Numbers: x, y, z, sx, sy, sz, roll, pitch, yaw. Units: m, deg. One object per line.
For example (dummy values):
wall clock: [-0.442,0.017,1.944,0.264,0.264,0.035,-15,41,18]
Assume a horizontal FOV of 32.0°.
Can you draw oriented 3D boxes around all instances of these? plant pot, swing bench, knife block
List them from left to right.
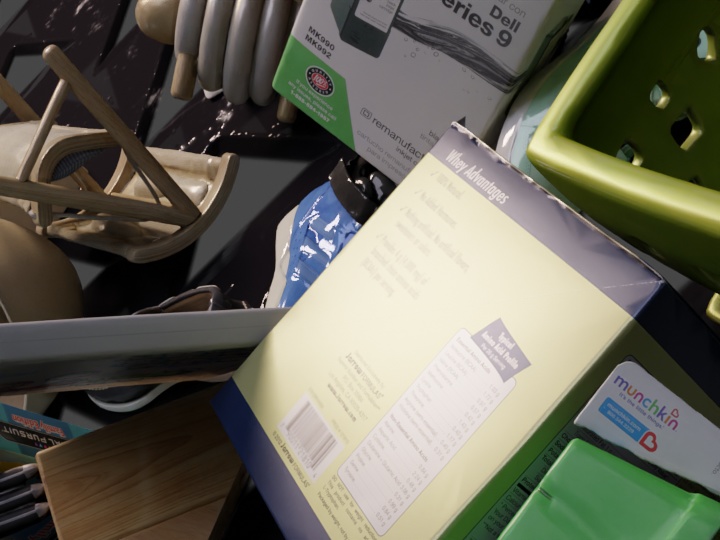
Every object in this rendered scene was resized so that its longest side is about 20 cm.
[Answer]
plant pot: [-0.309,0.038,1.052,0.198,0.203,0.134,-20,8,35]
swing bench: [-0.244,-0.087,1.067,0.198,0.199,0.131,11,75,52]
knife block: [-0.166,0.132,0.792,0.064,0.173,0.202,103,-169,-68]
plant pot: [0.223,-0.053,0.516,0.201,0.181,0.198,-53,35,-5]

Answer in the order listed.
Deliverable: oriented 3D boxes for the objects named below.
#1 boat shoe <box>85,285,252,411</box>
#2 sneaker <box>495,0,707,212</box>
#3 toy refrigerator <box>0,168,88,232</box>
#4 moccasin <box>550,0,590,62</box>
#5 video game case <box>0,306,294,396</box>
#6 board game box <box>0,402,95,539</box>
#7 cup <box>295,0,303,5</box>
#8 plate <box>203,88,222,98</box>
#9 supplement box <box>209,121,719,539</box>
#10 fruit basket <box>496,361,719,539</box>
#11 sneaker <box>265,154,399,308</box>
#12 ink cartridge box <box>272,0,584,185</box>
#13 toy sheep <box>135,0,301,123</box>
boat shoe: [-0.154,0.057,0.942,0.198,0.060,0.075,-13,49,42]
sneaker: [0.160,-0.094,0.715,0.202,0.074,0.118,-54,31,-7]
toy refrigerator: [-0.365,-0.039,1.257,0.069,0.076,0.202,8,65,51]
moccasin: [0.137,-0.221,0.860,0.080,0.068,0.204,13,90,38]
video game case: [-0.140,0.049,0.719,0.181,0.197,0.024,-21,74,58]
board game box: [-0.262,0.159,0.845,0.151,0.199,0.047,-41,57,12]
cup: [-0.018,-0.274,0.914,0.200,0.141,0.204,-168,90,-80]
plate: [-0.080,-0.282,1.200,0.198,0.032,0.202,-31,40,26]
supplement box: [0.061,0.071,0.621,0.200,0.134,0.200,-48,35,3]
fruit basket: [0.123,0.167,0.468,0.186,0.199,0.094,-52,-7,-2]
sneaker: [-0.001,-0.001,0.808,0.111,0.076,0.201,-43,28,26]
ink cartridge box: [0.046,-0.160,0.761,0.084,0.145,0.201,-44,-13,-43]
toy sheep: [-0.085,-0.194,1.019,0.138,0.196,0.140,-169,90,-84]
